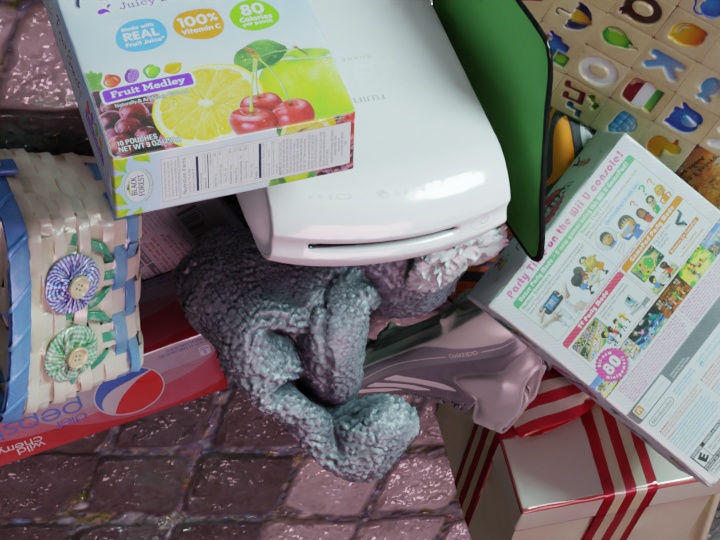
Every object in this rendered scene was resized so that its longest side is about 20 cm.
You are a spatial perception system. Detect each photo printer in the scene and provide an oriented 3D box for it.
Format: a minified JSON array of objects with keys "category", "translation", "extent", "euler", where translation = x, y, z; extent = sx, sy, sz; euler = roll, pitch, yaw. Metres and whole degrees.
[{"category":"photo printer","translation":[-0.007,-0.086,1.486],"extent":[0.166,0.200,0.069],"euler":[-8,139,-16]}]

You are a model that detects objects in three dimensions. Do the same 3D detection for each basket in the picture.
[{"category":"basket","translation":[-0.239,0.006,1.517],"extent":[0.200,0.139,0.176],"euler":[-8,122,-17]}]

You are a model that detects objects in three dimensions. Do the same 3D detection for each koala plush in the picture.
[{"category":"koala plush","translation":[0.000,0.000,1.597],"extent":[0.200,0.177,0.184],"euler":[-40,130,11]}]

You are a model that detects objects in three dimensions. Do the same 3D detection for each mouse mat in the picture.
[{"category":"mouse mat","translation":[0.081,-0.119,1.520],"extent":[0.008,0.161,0.200],"euler":[-19,141,-16]}]

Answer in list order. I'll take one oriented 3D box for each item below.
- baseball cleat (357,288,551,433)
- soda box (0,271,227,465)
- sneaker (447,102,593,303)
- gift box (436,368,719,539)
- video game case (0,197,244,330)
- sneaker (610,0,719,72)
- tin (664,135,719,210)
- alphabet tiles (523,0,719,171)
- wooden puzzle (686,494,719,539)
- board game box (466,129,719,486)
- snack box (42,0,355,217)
[{"category":"baseball cleat","translation":[0.054,0.078,1.697],"extent":[0.070,0.106,0.200],"euler":[-41,-170,-39]},{"category":"soda box","translation":[-0.197,0.071,1.646],"extent":[0.200,0.063,0.070],"euler":[-20,141,-4]},{"category":"sneaker","translation":[0.101,-0.040,1.686],"extent":[0.112,0.078,0.200],"euler":[-2,128,-9]},{"category":"gift box","translation":[0.151,0.111,1.802],"extent":[0.184,0.200,0.187],"euler":[-14,155,-16]},{"category":"video game case","translation":[-0.158,0.016,1.669],"extent":[0.182,0.022,0.200],"euler":[-28,141,6]},{"category":"sneaker","translation":[0.209,-0.178,1.557],"extent":[0.080,0.076,0.200],"euler":[-31,112,21]},{"category":"tin","translation":[0.249,-0.059,1.668],"extent":[0.112,0.042,0.200],"euler":[28,135,-23]},{"category":"alphabet tiles","translation":[0.183,-0.142,1.556],"extent":[0.200,0.006,0.166],"euler":[28,141,-4]},{"category":"wooden puzzle","translation":[0.214,0.210,2.047],"extent":[0.200,0.037,0.185],"euler":[-9,139,-16]},{"category":"board game box","translation":[0.196,0.024,1.606],"extent":[0.200,0.064,0.148],"euler":[39,88,-13]},{"category":"snack box","translation":[-0.099,-0.130,1.393],"extent":[0.142,0.200,0.053],"euler":[-11,140,-13]}]
